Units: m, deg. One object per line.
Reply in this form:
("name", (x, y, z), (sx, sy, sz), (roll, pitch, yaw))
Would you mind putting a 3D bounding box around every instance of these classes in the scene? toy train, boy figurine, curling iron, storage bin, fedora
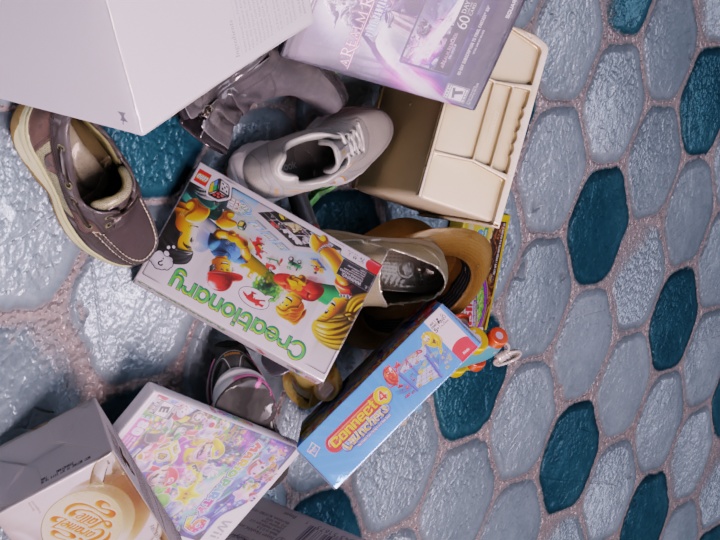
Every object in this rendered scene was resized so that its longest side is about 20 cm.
("toy train", (0.079, 0.110, 1.598), (0.199, 0.056, 0.150), (-29, 160, 6))
("boy figurine", (-0.067, 0.088, 1.434), (0.064, 0.124, 0.200), (-42, 163, -7))
("curling iron", (-0.059, -0.036, 1.424), (0.049, 0.026, 0.201), (-18, 108, -20))
("storage bin", (0.089, -0.158, 1.453), (0.093, 0.200, 0.200), (16, 90, -20))
("fedora", (0.046, 0.001, 1.542), (0.200, 0.082, 0.201), (-22, 144, -17))

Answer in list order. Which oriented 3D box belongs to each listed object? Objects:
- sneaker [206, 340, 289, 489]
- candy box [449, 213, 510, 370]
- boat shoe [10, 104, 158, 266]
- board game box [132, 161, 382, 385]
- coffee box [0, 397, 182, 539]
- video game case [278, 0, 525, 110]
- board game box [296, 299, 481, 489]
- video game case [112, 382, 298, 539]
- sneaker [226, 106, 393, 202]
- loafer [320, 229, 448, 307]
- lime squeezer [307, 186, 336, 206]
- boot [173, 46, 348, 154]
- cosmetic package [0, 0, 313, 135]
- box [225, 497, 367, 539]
("sneaker", (-0.116, 0.146, 1.413), (0.080, 0.087, 0.201), (-7, 137, -14))
("candy box", (0.130, 0.025, 1.732), (0.102, 0.026, 0.201), (4, 100, -50))
("boat shoe", (-0.223, -0.067, 1.199), (0.073, 0.065, 0.200), (-58, 141, -21))
("board game box", (-0.094, 0.004, 1.314), (0.127, 0.199, 0.035), (-63, -173, -15))
("coffee box", (-0.236, 0.225, 1.245), (0.114, 0.080, 0.201), (-27, 130, -6))
("video game case", (0.042, -0.233, 1.277), (0.199, 0.019, 0.143), (12, 121, -20))
("board game box", (0.025, 0.117, 1.426), (0.200, 0.056, 0.196), (-45, -179, 0))
("video game case", (-0.167, 0.190, 1.333), (0.143, 0.018, 0.200), (-50, 135, 12))
("sneaker", (-0.029, -0.113, 1.375), (0.199, 0.092, 0.076), (-28, 104, -37))
("loafer", (0.000, 0.000, 1.402), (0.199, 0.068, 0.076), (-5, 104, -18))
("lime squeezer", (-0.037, -0.113, 1.451), (0.071, 0.038, 0.201), (22, 87, -57))
("boot", (-0.106, -0.165, 1.329), (0.200, 0.070, 0.132), (33, 79, -41))
("cosmetic package", (-0.181, -0.216, 1.086), (0.200, 0.199, 0.124), (-42, 134, -36))
("box", (-0.059, 0.365, 1.477), (0.105, 0.183, 0.201), (-38, 130, -40))
